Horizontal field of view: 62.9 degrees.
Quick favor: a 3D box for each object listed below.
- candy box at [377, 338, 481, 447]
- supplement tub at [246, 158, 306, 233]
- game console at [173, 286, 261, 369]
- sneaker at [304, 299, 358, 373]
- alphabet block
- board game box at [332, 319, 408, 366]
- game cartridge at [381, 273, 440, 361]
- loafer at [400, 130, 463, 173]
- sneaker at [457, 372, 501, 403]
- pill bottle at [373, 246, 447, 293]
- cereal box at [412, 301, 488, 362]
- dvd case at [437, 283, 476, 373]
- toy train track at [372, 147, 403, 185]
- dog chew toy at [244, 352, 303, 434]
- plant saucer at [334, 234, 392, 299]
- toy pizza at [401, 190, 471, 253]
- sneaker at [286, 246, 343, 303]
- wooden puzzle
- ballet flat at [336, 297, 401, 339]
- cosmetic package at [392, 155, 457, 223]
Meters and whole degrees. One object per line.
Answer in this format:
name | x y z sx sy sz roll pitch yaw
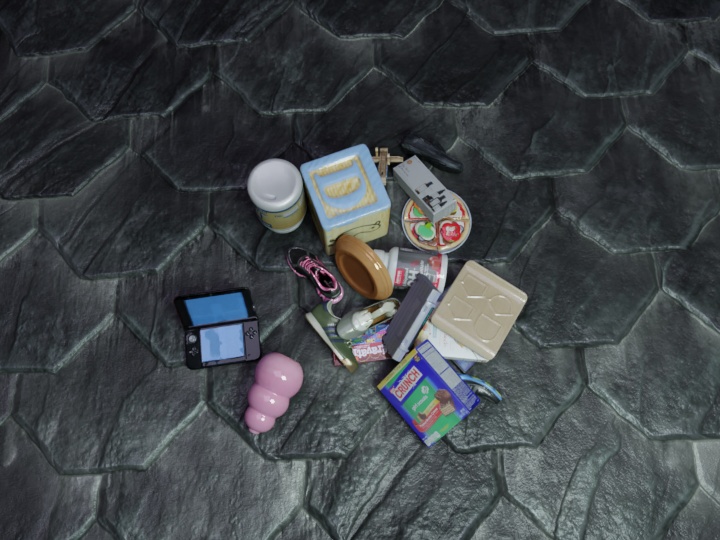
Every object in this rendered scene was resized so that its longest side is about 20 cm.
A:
candy box | 0.165 0.302 1.449 0.200 0.169 0.077 49 34 15
supplement tub | -0.219 -0.194 1.581 0.143 0.200 0.147 0 72 0
game console | -0.367 0.152 1.517 0.197 0.119 0.175 -8 73 -2
sneaker | -0.053 0.161 1.521 0.090 0.067 0.201 -39 73 -6
alphabet block | -0.040 -0.186 1.580 0.193 0.200 0.198 -19 73 -5
board game box | 0.023 0.190 1.558 0.197 0.019 0.104 -7 74 -2
game cartridge | 0.126 0.117 1.470 0.038 0.130 0.201 25 102 -22
loafer | 0.212 -0.343 1.697 0.199 0.068 0.071 28 84 12
sneaker | 0.260 0.307 1.504 0.197 0.071 0.084 13 86 6
pill bottle | 0.127 -0.003 1.570 0.197 0.111 0.112 8 73 2
cereal box | 0.239 0.158 1.538 0.197 0.040 0.146 4 72 1
dvd case | 0.257 0.154 1.571 0.142 0.018 0.200 -40 78 -11
toy train track | 0.062 -0.302 1.646 0.113 0.033 0.201 -1 39 5
dog chew toy | -0.226 0.310 1.472 0.123 0.125 0.202 24 82 7
plant saucer | 0.000 0.000 1.520 0.200 0.201 0.037 44 64 12
toy pizza | 0.215 -0.144 1.655 0.197 0.032 0.203 0 73 0
sneaker | -0.123 0.000 1.578 0.200 0.096 0.079 42 79 13
wooden puzzle | 0.304 0.102 1.518 0.184 0.046 0.201 32 76 11
ballet flat | 0.025 0.116 1.516 0.199 0.064 0.068 -21 78 -37
cosmetic package | 0.179 -0.230 1.648 0.082 0.051 0.201 -31 61 -13
